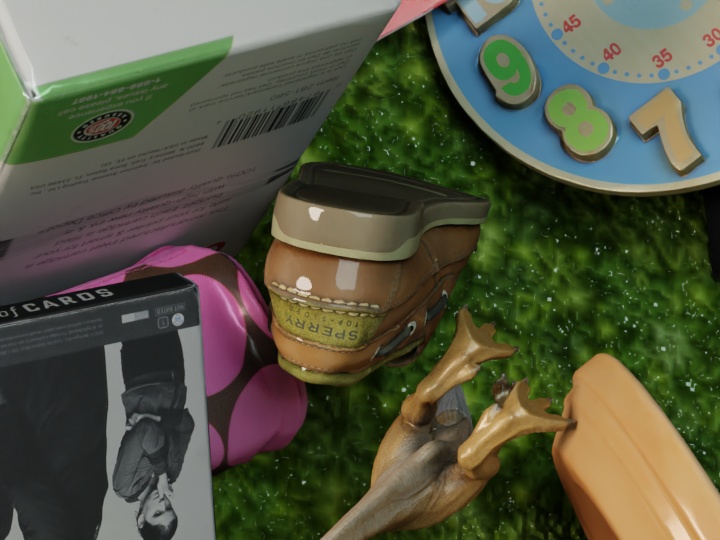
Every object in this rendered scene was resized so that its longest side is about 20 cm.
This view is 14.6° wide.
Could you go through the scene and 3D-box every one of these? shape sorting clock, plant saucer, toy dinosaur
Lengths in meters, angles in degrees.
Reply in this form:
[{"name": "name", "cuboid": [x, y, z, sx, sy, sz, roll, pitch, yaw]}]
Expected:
[{"name": "shape sorting clock", "cuboid": [0.122, -0.128, 1.167, 0.199, 0.039, 0.201, -6, 70, 17]}, {"name": "plant saucer", "cuboid": [0.124, 0.125, 1.036, 0.037, 0.200, 0.200, -29, 80, -4]}, {"name": "toy dinosaur", "cuboid": [0.021, 0.076, 1.026, 0.060, 0.106, 0.200, 41, 25, 10]}]

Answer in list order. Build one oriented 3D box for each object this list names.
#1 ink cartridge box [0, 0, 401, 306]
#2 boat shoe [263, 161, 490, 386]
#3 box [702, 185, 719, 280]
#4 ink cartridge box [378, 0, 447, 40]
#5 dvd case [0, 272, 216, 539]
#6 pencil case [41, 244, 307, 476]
[{"name": "ink cartridge box", "cuboid": [-0.092, -0.063, 1.019, 0.146, 0.200, 0.084, -17, 72, -28]}, {"name": "boat shoe", "cuboid": [0.000, 0.000, 1.064, 0.072, 0.200, 0.068, 12, 98, 14]}, {"name": "box", "cuboid": [0.248, -0.075, 1.216, 0.199, 0.079, 0.142, -1, 66, -14]}, {"name": "ink cartridge box", "cuboid": [-0.038, -0.188, 1.152, 0.116, 0.067, 0.200, -30, 80, -9]}, {"name": "dvd case", "cuboid": [-0.120, 0.111, 0.969, 0.150, 0.025, 0.201, -11, 110, -25]}, {"name": "pencil case", "cuboid": [-0.123, 0.053, 1.022, 0.200, 0.091, 0.094, -19, 75, -30]}]
